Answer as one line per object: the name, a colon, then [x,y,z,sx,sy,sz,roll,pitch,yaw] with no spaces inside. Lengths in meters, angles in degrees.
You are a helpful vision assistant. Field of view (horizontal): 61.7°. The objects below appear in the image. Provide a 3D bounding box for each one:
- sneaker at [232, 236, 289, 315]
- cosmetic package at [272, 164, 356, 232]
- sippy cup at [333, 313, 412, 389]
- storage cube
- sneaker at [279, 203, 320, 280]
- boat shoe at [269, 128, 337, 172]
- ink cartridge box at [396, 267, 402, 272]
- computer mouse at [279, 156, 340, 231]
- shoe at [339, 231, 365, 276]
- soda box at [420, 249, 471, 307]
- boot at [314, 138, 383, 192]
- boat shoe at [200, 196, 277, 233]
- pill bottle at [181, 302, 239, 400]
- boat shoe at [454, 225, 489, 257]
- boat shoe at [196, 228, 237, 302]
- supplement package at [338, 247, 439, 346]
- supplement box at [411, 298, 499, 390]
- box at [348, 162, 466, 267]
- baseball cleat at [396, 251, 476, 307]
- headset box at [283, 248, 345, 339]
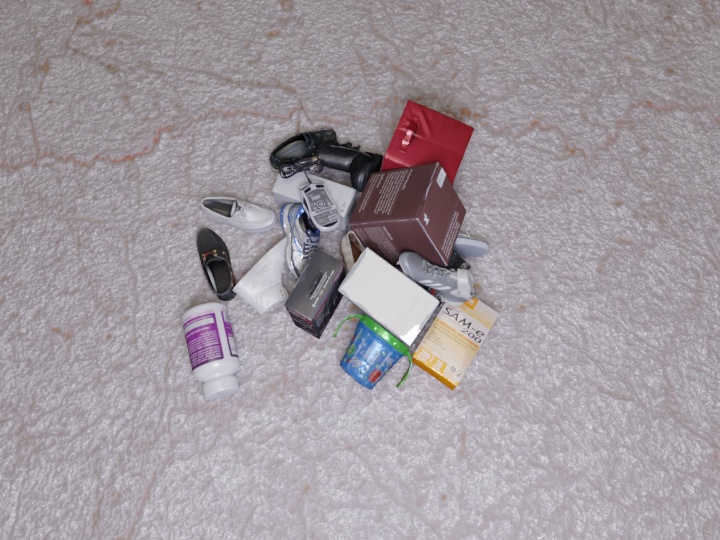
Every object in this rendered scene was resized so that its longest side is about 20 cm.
sneaker: [-0.206,0.015,1.475,0.115,0.074,0.201,43,70,-4]
cosmetic package: [-0.114,-0.178,1.505,0.196,0.113,0.083,22,74,6]
sippy cup: [0.023,0.192,1.380,0.177,0.140,0.131,35,85,38]
storage cube: [0.158,-0.273,1.486,0.176,0.201,0.174,23,72,3]
sneaker: [-0.136,-0.065,1.452,0.084,0.077,0.205,-10,96,33]
boat shoe: [-0.151,-0.327,1.576,0.195,0.066,0.076,-22,72,-6]
ink cartridge box: [0.087,0.025,1.476,0.196,0.037,0.097,-21,73,-8]
computer mouse: [-0.111,-0.173,1.423,0.107,0.044,0.204,-17,71,-19]
shoe: [0.000,0.000,1.431,0.068,0.054,0.204,-12,68,-27]
soda box: [0.167,0.043,1.424,0.070,0.063,0.201,40,87,-13]
boot: [-0.039,-0.266,1.500,0.158,0.075,0.199,17,30,8]
boat shoe: [-0.309,-0.149,1.523,0.195,0.066,0.074,15,72,6]
pill bottle: [-0.341,0.188,1.392,0.109,0.113,0.205,-16,72,-4]
boat shoe: [0.223,-0.090,1.495,0.196,0.075,0.088,7,68,14]
boat shoe: [-0.357,-0.022,1.487,0.072,0.063,0.205,-24,72,-4]
supplement package: [0.064,0.062,1.332,0.198,0.117,0.118,36,87,10]
supplement box: [0.220,0.157,1.409,0.124,0.074,0.202,31,75,10]
box: [0.109,-0.122,1.396,0.196,0.165,0.168,0,52,39]
baseball cleat: [0.178,0.006,1.330,0.198,0.105,0.071,32,49,-29]
headset box: [-0.098,0.054,1.383,0.076,0.201,0.151,27,73,10]
